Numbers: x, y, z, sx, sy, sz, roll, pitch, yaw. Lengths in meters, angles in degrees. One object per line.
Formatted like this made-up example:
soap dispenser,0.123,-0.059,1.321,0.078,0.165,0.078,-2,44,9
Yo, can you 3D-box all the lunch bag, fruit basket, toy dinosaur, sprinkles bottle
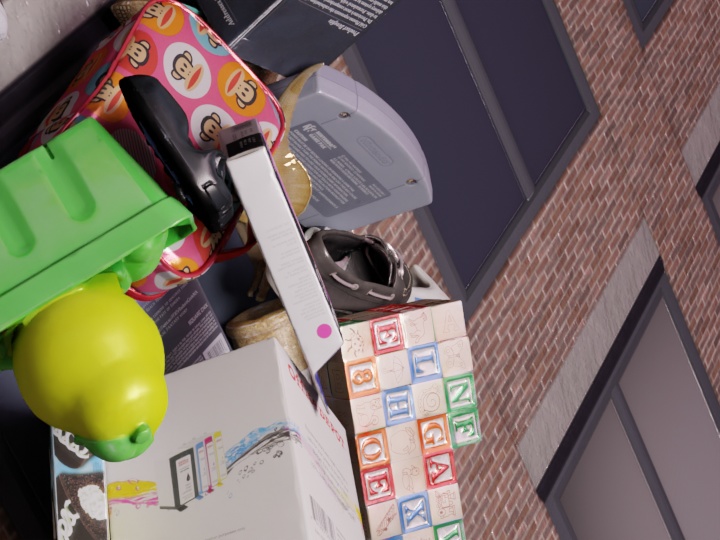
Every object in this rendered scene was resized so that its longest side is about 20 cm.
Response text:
lunch bag,-0.139,-0.081,1.553,0.176,0.082,0.200,43,49,-17
fruit basket,-0.185,0.029,1.354,0.156,0.215,0.216,130,-51,-86
toy dinosaur,-0.086,-0.080,1.684,0.058,0.101,0.200,-91,-168,-72
sprinkles bottle,-0.045,0.124,1.719,0.068,0.068,0.200,-38,111,-57

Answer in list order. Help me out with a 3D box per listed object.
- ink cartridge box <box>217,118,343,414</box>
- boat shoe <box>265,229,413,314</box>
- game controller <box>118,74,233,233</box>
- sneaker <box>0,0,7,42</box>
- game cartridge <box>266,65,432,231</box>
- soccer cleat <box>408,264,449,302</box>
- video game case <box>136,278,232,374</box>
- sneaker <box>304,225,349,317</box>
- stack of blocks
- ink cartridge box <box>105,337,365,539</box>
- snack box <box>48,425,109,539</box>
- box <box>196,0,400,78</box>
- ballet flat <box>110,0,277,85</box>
ink cartridge box,-0.050,-0.004,1.513,0.095,0.037,0.200,-113,-176,-73
boat shoe,0.000,0.000,1.721,0.200,0.057,0.067,-1,56,-60
game controller,-0.121,-0.075,1.400,0.104,0.042,0.200,47,-5,0
sneaker,-0.308,-0.224,1.412,0.200,0.075,0.114,29,54,-59
game cartridge,-0.027,-0.098,1.759,0.200,0.133,0.041,42,41,-51
soccer cleat,0.022,0.058,1.871,0.086,0.070,0.200,58,29,-6
video game case,-0.171,0.013,1.599,0.200,0.019,0.143,65,32,-17
sneaker,-0.019,0.047,1.781,0.071,0.073,0.200,29,33,-35
stack of blocks,0.033,0.130,1.690,0.115,0.059,0.200,-11,96,-29
ink cartridge box,-0.084,0.181,1.490,0.147,0.144,0.200,58,17,-50
snack box,-0.187,0.182,1.428,0.116,0.037,0.200,118,-32,-74
box,-0.048,-0.292,1.684,0.124,0.197,0.200,19,36,-57
ballet flat,-0.127,-0.172,1.703,0.200,0.070,0.065,11,86,-54
